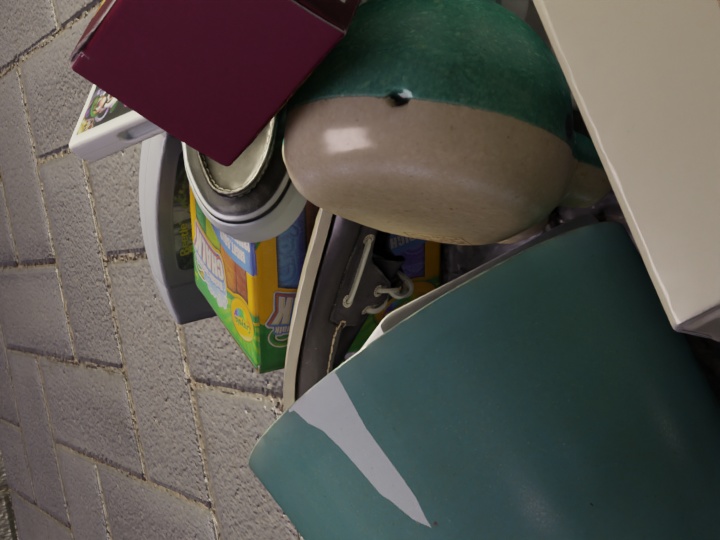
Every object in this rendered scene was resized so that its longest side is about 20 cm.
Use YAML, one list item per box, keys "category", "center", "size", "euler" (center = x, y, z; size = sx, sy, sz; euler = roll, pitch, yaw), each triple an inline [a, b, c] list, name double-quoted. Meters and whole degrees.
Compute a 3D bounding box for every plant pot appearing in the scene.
- category: "plant pot"
  center: [0.077, 0.101, 0.715]
  size: [0.161, 0.201, 0.201]
  euler: [57, 153, 13]

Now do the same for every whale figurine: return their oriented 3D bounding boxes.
- category: "whale figurine"
  center: [0.042, -0.066, 0.762]
  size: [0.200, 0.159, 0.104]
  euler: [33, -116, -71]

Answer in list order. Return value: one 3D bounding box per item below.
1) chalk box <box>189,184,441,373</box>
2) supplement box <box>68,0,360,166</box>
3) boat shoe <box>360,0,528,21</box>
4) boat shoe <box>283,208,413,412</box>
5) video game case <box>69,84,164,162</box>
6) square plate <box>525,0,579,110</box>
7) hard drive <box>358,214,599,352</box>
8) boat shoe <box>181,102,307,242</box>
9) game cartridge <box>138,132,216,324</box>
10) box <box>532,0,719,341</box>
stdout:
- category: "chalk box"
  center: [-0.030, -0.023, 0.987]
  size: [0.124, 0.124, 0.200]
  euler: [-135, 39, -54]
- category: "supplement box"
  center: [-0.038, -0.160, 0.723]
  size: [0.110, 0.086, 0.200]
  euler: [-41, 21, 48]
- category: "boat shoe"
  center: [0.018, -0.132, 0.812]
  size: [0.200, 0.068, 0.072]
  euler: [-174, 73, -69]
- category: "boat shoe"
  center: [0.000, 0.000, 0.884]
  size: [0.073, 0.063, 0.200]
  euler: [-81, 3, -73]
- category: "video game case"
  center: [-0.085, -0.169, 0.961]
  size: [0.182, 0.023, 0.200]
  euler: [-15, 50, 46]
- category: "square plate"
  center: [0.084, -0.174, 0.760]
  size: [0.200, 0.028, 0.198]
  euler: [-165, 66, -66]
- category: "hard drive"
  center: [0.039, 0.047, 0.845]
  size: [0.027, 0.132, 0.200]
  euler: [57, 153, 13]
- category: "boat shoe"
  center: [-0.065, -0.114, 0.813]
  size: [0.071, 0.072, 0.200]
  euler: [50, -146, -64]
- category: "game cartridge"
  center: [-0.081, -0.057, 1.083]
  size: [0.041, 0.133, 0.200]
  euler: [-127, 32, -47]
- category: "box"
  center: [0.125, -0.078, 0.594]
  size: [0.078, 0.095, 0.200]
  euler: [-29, 70, 25]
